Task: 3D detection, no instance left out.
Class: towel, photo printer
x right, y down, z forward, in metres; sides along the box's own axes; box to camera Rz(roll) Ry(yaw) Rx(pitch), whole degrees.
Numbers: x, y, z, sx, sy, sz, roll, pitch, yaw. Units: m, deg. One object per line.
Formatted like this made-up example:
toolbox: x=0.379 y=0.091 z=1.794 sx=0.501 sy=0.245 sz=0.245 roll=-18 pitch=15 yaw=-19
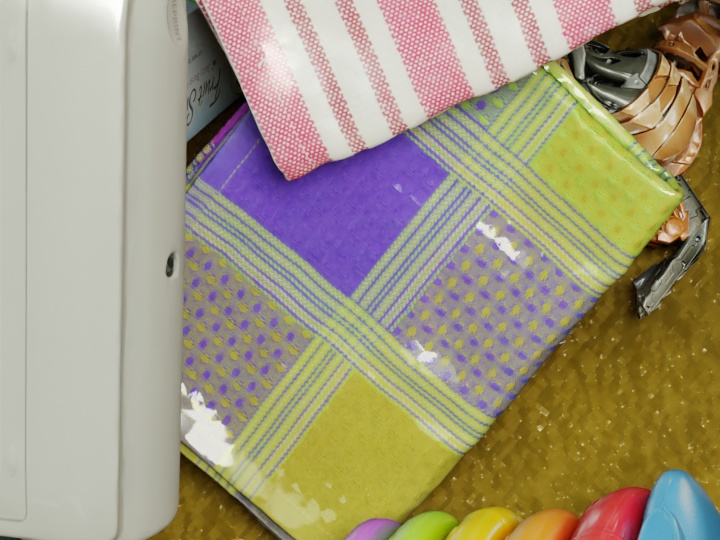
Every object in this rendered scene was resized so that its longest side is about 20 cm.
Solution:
towel: x=0.000 y=0.000 z=0.755 sx=0.144 sy=0.023 sz=0.200 roll=43 pitch=108 yaw=3
photo printer: x=-0.133 y=-0.025 z=0.652 sx=0.166 sy=0.069 sz=0.201 roll=5 pitch=105 yaw=13
towel: x=0.030 y=-0.128 z=0.683 sx=0.199 sy=0.030 sz=0.147 roll=-24 pitch=105 yaw=17

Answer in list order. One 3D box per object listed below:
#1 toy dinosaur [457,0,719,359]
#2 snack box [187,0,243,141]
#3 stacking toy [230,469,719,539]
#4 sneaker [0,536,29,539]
toy dinosaur: x=0.080 y=-0.059 z=0.799 sx=0.136 sy=0.102 sz=0.200 roll=35 pitch=61 yaw=7
snack box: x=-0.128 y=-0.073 z=0.785 sx=0.142 sy=0.200 sz=0.053 roll=5 pitch=111 yaw=13
stacking toy: x=0.024 y=0.120 z=0.728 sx=0.199 sy=0.110 sz=0.116 roll=5 pitch=72 yaw=23
sneaker: x=-0.108 y=0.113 z=0.686 sx=0.199 sy=0.085 sz=0.075 roll=12 pitch=76 yaw=12
